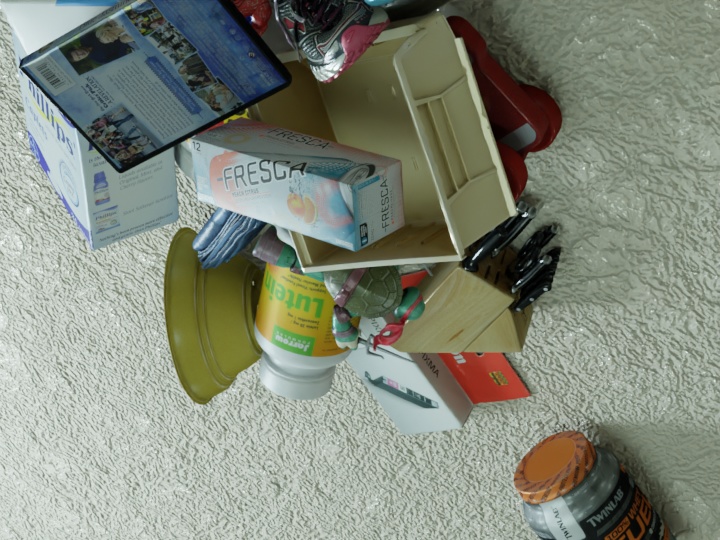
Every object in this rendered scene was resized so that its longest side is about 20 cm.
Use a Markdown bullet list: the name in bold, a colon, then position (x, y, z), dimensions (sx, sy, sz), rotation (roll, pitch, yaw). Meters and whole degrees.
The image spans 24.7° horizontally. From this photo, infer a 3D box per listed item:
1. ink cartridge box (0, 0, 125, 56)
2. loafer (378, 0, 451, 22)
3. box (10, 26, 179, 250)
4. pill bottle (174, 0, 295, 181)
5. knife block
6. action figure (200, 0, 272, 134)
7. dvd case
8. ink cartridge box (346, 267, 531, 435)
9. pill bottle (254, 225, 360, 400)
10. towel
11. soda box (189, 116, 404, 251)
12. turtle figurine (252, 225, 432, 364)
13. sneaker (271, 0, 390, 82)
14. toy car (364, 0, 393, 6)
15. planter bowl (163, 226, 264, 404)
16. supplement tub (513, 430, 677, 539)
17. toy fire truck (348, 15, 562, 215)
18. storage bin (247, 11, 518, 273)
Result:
- **ink cartridge box**: position (-0.213, -0.275, 1.527), dimensions (0.144, 0.200, 0.084), rotation (6, 136, 30)
- **loafer**: position (0.033, -0.246, 1.500), dimensions (0.070, 0.075, 0.200), rotation (25, 154, -34)
- **box**: position (-0.274, -0.160, 1.694), dimensions (0.184, 0.105, 0.200), rotation (53, 154, 37)
- **pill bottle**: position (-0.130, -0.178, 1.637), dimensions (0.113, 0.113, 0.200), rotation (30, 141, 5)
- **knife block**: position (0.109, 0.002, 1.675), dimensions (0.200, 0.064, 0.176), rotation (-1, 131, 22)
- **action figure**: position (-0.125, -0.202, 1.485), dimensions (0.065, 0.052, 0.200), rotation (48, 137, 19)
- **dvd case**: position (-0.180, -0.174, 1.444), dimensions (0.200, 0.018, 0.143), rotation (-24, 126, 25)
- **ink cartridge box**: position (0.068, 0.094, 1.834), dimensions (0.173, 0.044, 0.200), rotation (-12, 123, 43)
- **pill bottle**: position (-0.052, 0.035, 1.758), dimensions (0.111, 0.111, 0.200), rotation (21, 120, 15)
- **towel**: position (-0.103, -0.079, 1.713), dimensions (0.049, 0.112, 0.200), rotation (43, 144, 0)
- **soda box**: position (-0.057, -0.079, 1.438), dimensions (0.200, 0.068, 0.064), rotation (18, 124, 38)
- **turtle figurine**: position (0.000, 0.000, 1.624), dimensions (0.200, 0.150, 0.101), rotation (35, 179, -1)
- **sneaker**: position (-0.039, -0.222, 1.410), dimensions (0.075, 0.081, 0.200), rotation (45, -178, -29)
- **toy car**: position (-0.043, -0.312, 1.377), dimensions (0.200, 0.177, 0.185), rotation (-14, 113, 35)
- **planter bowl**: position (-0.148, 0.047, 1.839), dimensions (0.083, 0.201, 0.201), rotation (-6, 129, 14)
- **supplement tub**: position (0.262, 0.281, 1.827), dimensions (0.122, 0.123, 0.200), rotation (-17, 120, 44)
- **toy fire truck**: position (0.077, -0.137, 1.535), dimensions (0.168, 0.112, 0.200), rotation (46, 140, -14)
- **storage bin**: position (0.014, -0.112, 1.472), dimensions (0.200, 0.094, 0.199), rotation (-4, 110, 46)
